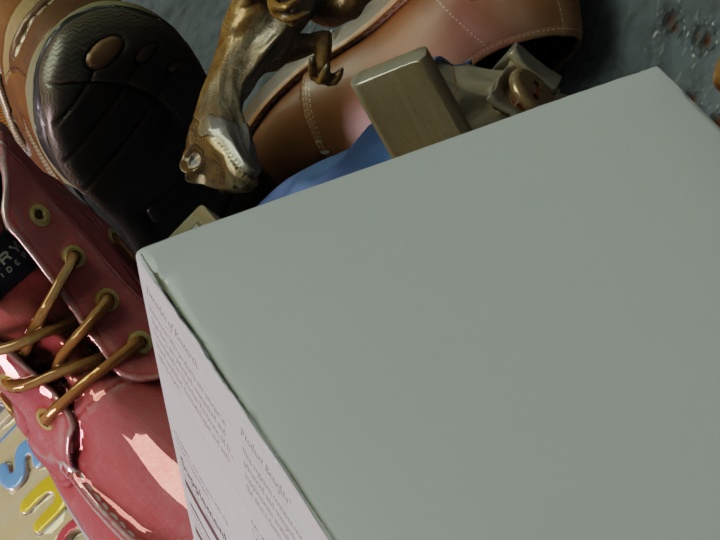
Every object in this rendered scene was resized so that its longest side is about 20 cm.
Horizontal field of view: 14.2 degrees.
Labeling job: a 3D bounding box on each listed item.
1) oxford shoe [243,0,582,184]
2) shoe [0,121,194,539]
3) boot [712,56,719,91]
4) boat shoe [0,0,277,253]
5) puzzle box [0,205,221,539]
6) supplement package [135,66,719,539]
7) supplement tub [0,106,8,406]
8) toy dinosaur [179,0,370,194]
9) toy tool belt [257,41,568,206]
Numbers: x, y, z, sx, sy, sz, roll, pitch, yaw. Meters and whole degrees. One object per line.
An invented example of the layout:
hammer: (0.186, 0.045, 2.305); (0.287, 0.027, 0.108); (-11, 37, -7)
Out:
oxford shoe: (0.009, -0.049, 1.066); (0.200, 0.071, 0.071); (-47, 56, 38)
shoe: (-0.088, 0.025, 0.857); (0.071, 0.091, 0.200); (-44, 47, 6)
boot: (0.151, -0.045, 0.826); (0.189, 0.068, 0.200); (-65, 28, 3)
boat shoe: (-0.075, -0.028, 1.047); (0.076, 0.200, 0.074); (-37, 44, -17)
puzzle box: (-0.043, 0.084, 0.870); (0.133, 0.025, 0.200); (-47, 47, 5)
supplement package: (0.057, 0.063, 0.715); (0.200, 0.155, 0.111); (-127, 22, -48)
supplement tub: (-0.148, -0.011, 1.232); (0.200, 0.122, 0.123); (26, 91, 61)
toy dinosaur: (-0.016, -0.107, 0.969); (0.106, 0.060, 0.200); (-40, 14, 42)
toy tool belt: (0.000, 0.000, 0.982); (0.200, 0.123, 0.125); (-40, 38, 39)
